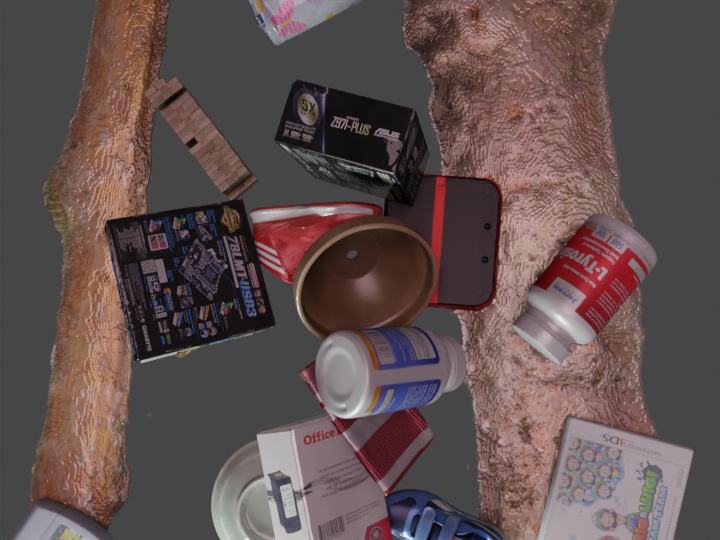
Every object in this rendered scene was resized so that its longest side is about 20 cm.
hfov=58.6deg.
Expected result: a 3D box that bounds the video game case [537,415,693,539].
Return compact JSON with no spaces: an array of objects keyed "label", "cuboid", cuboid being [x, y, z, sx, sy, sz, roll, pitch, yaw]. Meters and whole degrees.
[{"label":"video game case","cuboid":[0.368,0.332,0.930,0.181,0.024,0.201,14,88,3]}]

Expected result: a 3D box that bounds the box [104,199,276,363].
[{"label":"box","cuboid":[-0.241,0.011,0.915,0.198,0.050,0.201,-13,84,-27]}]

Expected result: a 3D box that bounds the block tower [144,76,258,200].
[{"label":"block tower","cuboid":[-0.238,-0.200,0.966,0.054,0.058,0.200,-39,87,1]}]

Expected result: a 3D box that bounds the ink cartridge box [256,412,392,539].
[{"label":"ink cartridge box","cuboid":[-0.046,0.301,0.878,0.084,0.144,0.201,-18,80,43]}]

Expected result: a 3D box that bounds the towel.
[{"label":"towel","cuboid":[0.014,0.191,0.901,0.023,0.144,0.200,-39,86,38]}]

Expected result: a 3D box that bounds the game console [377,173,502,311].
[{"label":"game console","cuboid":[0.119,-0.044,0.960,0.176,0.031,0.201,4,86,9]}]

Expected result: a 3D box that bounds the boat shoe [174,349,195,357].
[{"label":"boat shoe","cuboid":[-0.280,0.026,0.958,0.072,0.072,0.201,-22,82,-28]}]

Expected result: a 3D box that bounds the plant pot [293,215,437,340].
[{"label":"plant pot","cuboid":[0.000,0.000,0.895,0.200,0.093,0.201,-9,126,-12]}]

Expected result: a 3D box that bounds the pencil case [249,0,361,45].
[{"label":"pencil case","cuboid":[-0.068,-0.417,0.956,0.199,0.083,0.091,-27,108,0]}]

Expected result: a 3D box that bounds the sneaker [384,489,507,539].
[{"label":"sneaker","cuboid":[0.118,0.370,0.910,0.199,0.082,0.074,17,89,5]}]

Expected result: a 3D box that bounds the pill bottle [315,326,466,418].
[{"label":"pill bottle","cuboid":[0.048,0.133,0.869,0.199,0.112,0.113,2,86,-41]}]

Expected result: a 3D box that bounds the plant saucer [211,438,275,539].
[{"label":"plant saucer","cuboid":[-0.124,0.346,0.937,0.199,0.050,0.201,0,87,3]}]

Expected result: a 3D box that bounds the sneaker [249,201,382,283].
[{"label":"sneaker","cuboid":[-0.063,-0.042,0.952,0.199,0.078,0.116,-2,95,14]}]

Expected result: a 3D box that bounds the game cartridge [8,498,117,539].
[{"label":"game cartridge","cuboid":[-0.430,0.438,0.953,0.200,0.041,0.133,34,85,4]}]

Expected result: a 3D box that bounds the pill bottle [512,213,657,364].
[{"label":"pill bottle","cuboid":[0.309,0.028,0.903,0.112,0.112,0.200,40,89,4]}]

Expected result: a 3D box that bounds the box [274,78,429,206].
[{"label":"box","cuboid":[-0.003,-0.167,0.872,0.163,0.200,0.086,18,88,13]}]
